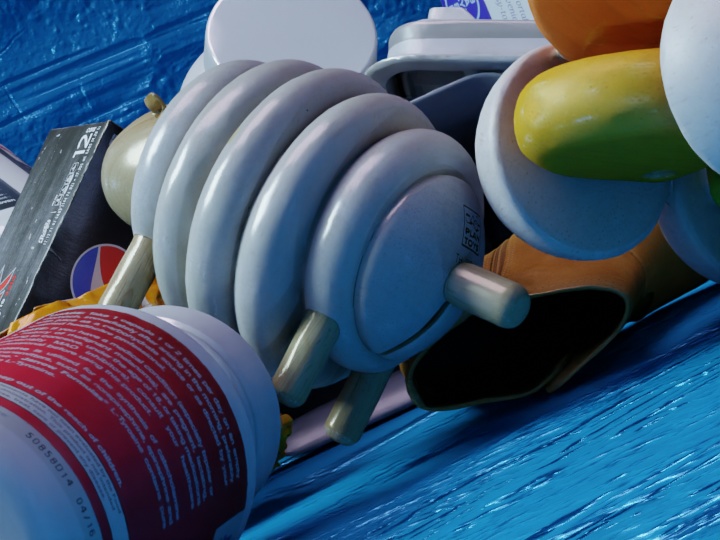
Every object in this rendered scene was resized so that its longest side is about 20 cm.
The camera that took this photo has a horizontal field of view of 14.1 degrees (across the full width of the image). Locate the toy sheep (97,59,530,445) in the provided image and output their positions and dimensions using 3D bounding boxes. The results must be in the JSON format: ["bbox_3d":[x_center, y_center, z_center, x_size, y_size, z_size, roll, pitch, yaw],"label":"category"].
[{"bbox_3d":[-0.019,-0.013,1.128,0.199,0.138,0.138,23,30,28],"label":"toy sheep"}]

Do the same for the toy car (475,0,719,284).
[{"bbox_3d":[0.146,-0.082,1.076,0.199,0.151,0.175,9,-17,-31],"label":"toy car"}]

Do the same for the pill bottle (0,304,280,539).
[{"bbox_3d":[-0.104,0.076,1.000,0.112,0.113,0.200,-23,4,25],"label":"pill bottle"}]

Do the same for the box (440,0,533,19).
[{"bbox_3d":[0.163,-0.122,1.617,0.105,0.185,0.200,-25,2,-37],"label":"box"}]

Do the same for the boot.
[{"bbox_3d":[0.107,-0.001,1.193,0.201,0.071,0.144,-29,8,4],"label":"boot"}]

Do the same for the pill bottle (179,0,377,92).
[{"bbox_3d":[-0.040,-0.053,1.489,0.112,0.112,0.200,-25,-32,-22],"label":"pill bottle"}]

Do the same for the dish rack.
[{"bbox_3d":[0.098,-0.076,1.429,0.171,0.044,0.200,1,-23,11],"label":"dish rack"}]

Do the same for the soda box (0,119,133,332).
[{"bbox_3d":[-0.138,0.038,1.262,0.071,0.063,0.201,-2,61,62],"label":"soda box"}]

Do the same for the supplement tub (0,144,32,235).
[{"bbox_3d":[-0.185,0.020,1.464,0.140,0.141,0.200,-25,31,-21],"label":"supplement tub"}]

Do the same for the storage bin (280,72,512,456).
[{"bbox_3d":[0.000,0.000,1.383,0.199,0.146,0.134,-25,-7,-11],"label":"storage bin"}]

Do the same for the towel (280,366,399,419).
[{"bbox_3d":[0.003,0.045,1.518,0.199,0.024,0.145,-25,4,-11],"label":"towel"}]

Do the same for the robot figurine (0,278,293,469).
[{"bbox_3d":[-0.134,0.079,1.165,0.200,0.145,0.058,-26,-29,-27],"label":"robot figurine"}]
